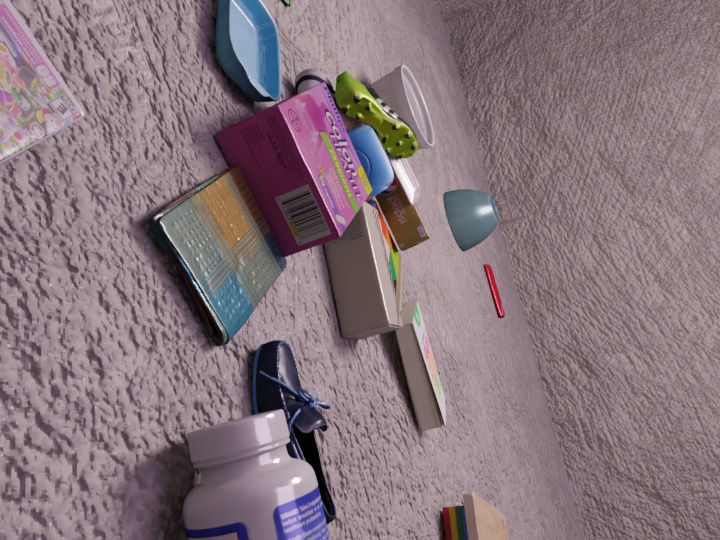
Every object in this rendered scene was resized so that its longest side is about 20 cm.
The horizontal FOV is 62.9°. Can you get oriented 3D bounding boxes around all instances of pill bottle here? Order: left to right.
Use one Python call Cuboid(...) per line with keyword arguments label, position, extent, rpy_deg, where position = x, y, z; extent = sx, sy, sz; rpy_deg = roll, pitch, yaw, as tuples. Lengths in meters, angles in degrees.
Cuboid(label="pill bottle", position=(-0.081, 0.222, 0.482), extent=(0.112, 0.112, 0.201), rpy_deg=(11, 63, -66))

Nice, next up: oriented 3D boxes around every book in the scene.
Cuboid(label="book", position=(0.111, 0.169, 1.081), extent=(0.134, 0.048, 0.201), rpy_deg=(-56, 131, -71))

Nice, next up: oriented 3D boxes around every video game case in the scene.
Cuboid(label="video game case", position=(-0.285, -0.134, 0.389), extent=(0.143, 0.018, 0.200), rpy_deg=(63, 23, -25))

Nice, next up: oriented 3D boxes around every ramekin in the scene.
Cuboid(label="ramekin", position=(0.091, -0.373, 1.403), extent=(0.200, 0.105, 0.201), rpy_deg=(51, 29, -44))

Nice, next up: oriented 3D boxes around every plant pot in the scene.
Cuboid(label="plant pot", position=(0.365, -0.177, 1.890), extent=(0.200, 0.134, 0.201), rpy_deg=(50, 31, -44))

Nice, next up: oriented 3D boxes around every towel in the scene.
Cuboid(label="towel", position=(-0.146, -0.025, 0.648), extent=(0.200, 0.022, 0.147), rpy_deg=(-66, 135, -63))

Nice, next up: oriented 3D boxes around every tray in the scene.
Cuboid(label="tray", position=(0.066, -0.219, 1.107), extent=(0.200, 0.022, 0.107), rpy_deg=(63, 16, -5))

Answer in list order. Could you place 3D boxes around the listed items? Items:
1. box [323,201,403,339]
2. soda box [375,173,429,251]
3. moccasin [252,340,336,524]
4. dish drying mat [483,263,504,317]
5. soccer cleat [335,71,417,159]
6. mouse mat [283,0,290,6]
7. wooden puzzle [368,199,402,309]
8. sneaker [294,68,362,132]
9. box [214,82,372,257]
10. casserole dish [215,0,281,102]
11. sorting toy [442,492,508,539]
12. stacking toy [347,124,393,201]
Cuboid(label="box", position=(0.000, 0.000, 0.909), extent=(0.068, 0.082, 0.201), rpy_deg=(21, 55, -65))
Cuboid(label="soda box", position=(0.066, -0.141, 1.157), extent=(0.068, 0.064, 0.201), rpy_deg=(-2, 67, -82))
Cuboid(label="moccasin", position=(-0.062, 0.170, 0.629), extent=(0.080, 0.068, 0.201), rpy_deg=(16, 58, -65))
Cuboid(label="dish drying mat", position=(0.496, 0.075, 2.176), extent=(0.077, 0.018, 0.201), rpy_deg=(14, 60, -65))
Cuboid(label="soccer cleat", position=(0.032, -0.264, 1.006), extent=(0.200, 0.067, 0.081), rpy_deg=(32, 39, -42))
Cuboid(label="mouse mat", position=(-0.177, -0.586, 1.039), extent=(0.161, 0.008, 0.201), rpy_deg=(29, 48, -60))
Cuboid(label="wooden puzzle", position=(0.033, -0.040, 1.082), extent=(0.200, 0.037, 0.185), rpy_deg=(56, 26, -35))
Cuboid(label="sneaker", position=(-0.043, -0.238, 1.005), extent=(0.200, 0.075, 0.115), rpy_deg=(41, 37, -45))
Cuboid(label="box", position=(-0.078, -0.142, 0.802), extent=(0.176, 0.096, 0.200), rpy_deg=(65, 21, -17))
Cuboid(label="casserole dish", position=(-0.159, -0.320, 0.826), extent=(0.121, 0.039, 0.201), rpy_deg=(41, 36, -53))
Cuboid(label="sorting toy", position=(0.208, 0.516, 1.028), extent=(0.200, 0.069, 0.199), rpy_deg=(48, 31, -47))
Cuboid(label="stacking toy", position=(-0.010, -0.167, 1.008), extent=(0.200, 0.116, 0.110), rpy_deg=(-71, 136, -84))
